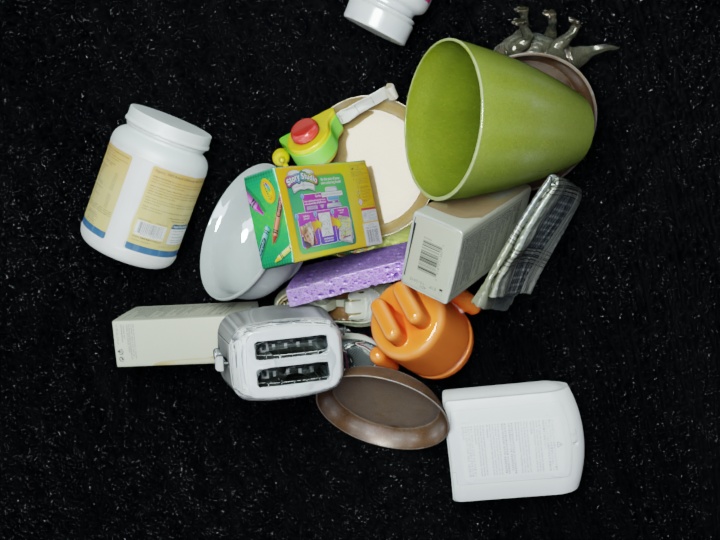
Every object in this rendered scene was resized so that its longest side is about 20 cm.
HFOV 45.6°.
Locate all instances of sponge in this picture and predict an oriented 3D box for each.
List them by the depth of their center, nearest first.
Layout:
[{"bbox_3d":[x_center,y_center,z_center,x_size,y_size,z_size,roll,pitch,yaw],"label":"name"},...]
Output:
[{"bbox_3d":[0.000,0.000,1.203,0.197,0.112,0.030,-13,104,11],"label":"sponge"}]

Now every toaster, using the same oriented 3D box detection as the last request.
[{"bbox_3d":[-0.099,0.111,1.160,0.196,0.129,0.116,-4,97,-12],"label":"toaster"}]

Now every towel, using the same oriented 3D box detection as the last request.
[{"bbox_3d":[0.231,-0.030,1.150,0.034,0.192,0.202,34,102,19],"label":"towel"},{"bbox_3d":[0.041,-0.045,1.257,0.197,0.018,0.088,14,101,5],"label":"towel"}]

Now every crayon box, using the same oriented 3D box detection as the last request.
[{"bbox_3d":[-0.057,-0.077,1.131,0.058,0.199,0.121,-11,91,37],"label":"crayon box"}]

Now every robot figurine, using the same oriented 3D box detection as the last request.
[{"bbox_3d":[0.090,0.083,1.191,0.115,0.200,0.146,15,78,33],"label":"robot figurine"}]

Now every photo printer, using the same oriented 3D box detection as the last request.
[{"bbox_3d":[0.224,0.247,1.248,0.196,0.069,0.169,-7,97,8],"label":"photo printer"}]

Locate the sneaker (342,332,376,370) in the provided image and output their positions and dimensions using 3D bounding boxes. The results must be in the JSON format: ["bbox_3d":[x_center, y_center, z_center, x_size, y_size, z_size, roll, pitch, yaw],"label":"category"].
[{"bbox_3d":[-0.062,0.144,1.269,0.196,0.075,0.082,-8,97,8],"label":"sneaker"}]

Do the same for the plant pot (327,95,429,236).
[{"bbox_3d":[0.013,-0.148,1.233,0.196,0.027,0.204,0,92,7],"label":"plant pot"}]

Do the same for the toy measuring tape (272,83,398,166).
[{"bbox_3d":[-0.033,-0.191,1.185,0.198,0.074,0.074,-26,94,7],"label":"toy measuring tape"}]

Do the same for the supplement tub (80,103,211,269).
[{"bbox_3d":[-0.304,-0.120,1.226,0.143,0.145,0.203,24,101,3],"label":"supplement tub"}]

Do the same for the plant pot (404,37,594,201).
[{"bbox_3d":[0.182,-0.178,1.058,0.197,0.187,0.191,0,100,-25],"label":"plant pot"}]

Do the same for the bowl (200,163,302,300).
[{"bbox_3d":[-0.137,-0.042,1.221,0.090,0.201,0.203,25,105,-39],"label":"bowl"}]

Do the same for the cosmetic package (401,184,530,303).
[{"bbox_3d":[0.140,-0.049,1.111,0.070,0.199,0.107,25,122,26],"label":"cosmetic package"}]

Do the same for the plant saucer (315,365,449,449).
[{"bbox_3d":[0.034,0.195,1.234,0.197,0.035,0.202,11,142,9],"label":"plant saucer"}]

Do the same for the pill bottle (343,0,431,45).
[{"bbox_3d":[0.059,-0.417,1.152,0.112,0.113,0.202,25,101,3],"label":"pill bottle"}]

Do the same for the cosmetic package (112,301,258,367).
[{"bbox_3d":[-0.255,0.094,1.273,0.196,0.105,0.072,-2,99,9],"label":"cosmetic package"}]

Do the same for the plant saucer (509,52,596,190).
[{"bbox_3d":[0.218,-0.203,1.161,0.196,0.035,0.203,0,124,0],"label":"plant saucer"}]

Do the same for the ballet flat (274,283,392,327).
[{"bbox_3d":[-0.032,0.054,1.258,0.196,0.062,0.069,-3,98,8],"label":"ballet flat"}]

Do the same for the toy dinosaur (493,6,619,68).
[{"bbox_3d":[0.247,-0.299,1.173,0.196,0.077,0.104,-1,126,-2],"label":"toy dinosaur"}]
